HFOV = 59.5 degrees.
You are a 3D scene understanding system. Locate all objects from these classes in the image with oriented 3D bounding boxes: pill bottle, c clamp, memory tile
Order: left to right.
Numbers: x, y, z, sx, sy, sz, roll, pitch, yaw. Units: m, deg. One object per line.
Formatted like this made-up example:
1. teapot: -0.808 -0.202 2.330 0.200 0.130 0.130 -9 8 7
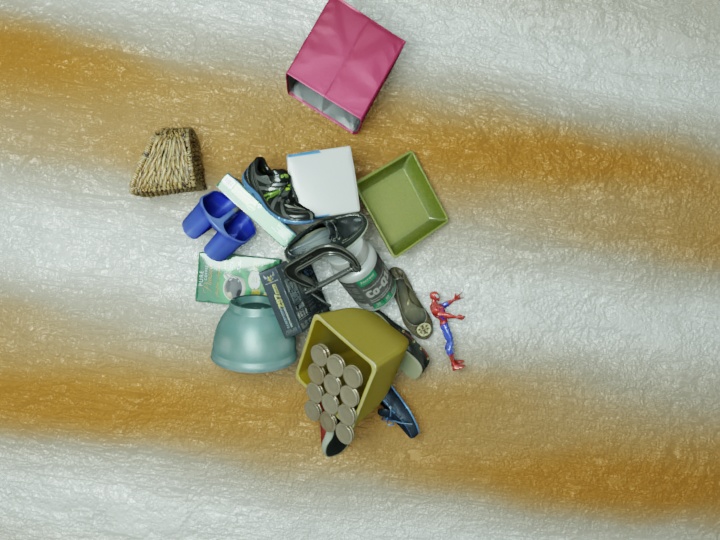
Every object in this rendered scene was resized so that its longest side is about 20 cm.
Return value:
1. c clamp: -0.074 0.005 1.370 0.170 0.199 0.027 28 50 -30
2. memory tile: -0.062 0.273 1.395 0.152 0.017 0.202 26 120 33
3. pill bottle: 0.000 0.000 1.466 0.113 0.113 0.200 -40 139 -2

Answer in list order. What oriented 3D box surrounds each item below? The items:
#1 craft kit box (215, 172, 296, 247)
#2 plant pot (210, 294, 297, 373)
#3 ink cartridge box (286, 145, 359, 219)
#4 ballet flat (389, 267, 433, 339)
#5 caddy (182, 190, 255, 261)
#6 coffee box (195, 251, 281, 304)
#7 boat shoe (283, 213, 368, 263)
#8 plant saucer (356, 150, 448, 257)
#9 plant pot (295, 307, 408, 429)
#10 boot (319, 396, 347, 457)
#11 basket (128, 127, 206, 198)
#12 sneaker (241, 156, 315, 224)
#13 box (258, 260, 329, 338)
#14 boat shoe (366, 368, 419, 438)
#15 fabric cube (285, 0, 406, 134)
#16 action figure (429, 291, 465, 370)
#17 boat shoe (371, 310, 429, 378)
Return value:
1. craft kit box: -0.232 -0.136 1.441 0.200 0.198 0.049 43 92 -6
2. plant pot: -0.242 0.133 1.444 0.198 0.200 0.136 2 105 -6
3. ink cartridge box: -0.088 -0.191 1.451 0.146 0.200 0.146 -9 93 -5
4. ballet flat: 0.123 0.083 1.566 0.067 0.046 0.201 -26 95 -5
5. caddy: -0.315 -0.110 1.441 0.105 0.200 0.142 -41 99 15
6. coffee box: -0.294 0.022 1.521 0.198 0.044 0.124 4 95 -7
7. boat shoe: -0.075 -0.074 1.357 0.198 0.066 0.075 -21 75 -2
8. plant saucer: 0.092 -0.158 1.518 0.199 0.048 0.201 -34 99 -30
9. plant pot: 0.002 0.203 1.463 0.195 0.199 0.196 37 125 27
10. boot: -0.082 0.354 1.556 0.072 0.144 0.201 -13 132 -25
11. basket: -0.437 -0.244 1.411 0.147 0.200 0.144 -8 95 -5
12. sneaker: -0.170 -0.166 1.318 0.199 0.071 0.083 43 118 20
13. box: -0.149 0.053 1.458 0.051 0.200 0.159 -20 95 18
14. boat shoe: 0.067 0.338 1.566 0.068 0.084 0.201 -35 82 -21
15. fabric cube: -0.038 -0.461 1.441 0.199 0.196 0.201 30 89 -6
16. action figure: 0.236 0.136 1.573 0.098 0.065 0.202 -23 97 5
17. boat shoe: 0.090 0.174 1.565 0.202 0.063 0.074 48 131 5
